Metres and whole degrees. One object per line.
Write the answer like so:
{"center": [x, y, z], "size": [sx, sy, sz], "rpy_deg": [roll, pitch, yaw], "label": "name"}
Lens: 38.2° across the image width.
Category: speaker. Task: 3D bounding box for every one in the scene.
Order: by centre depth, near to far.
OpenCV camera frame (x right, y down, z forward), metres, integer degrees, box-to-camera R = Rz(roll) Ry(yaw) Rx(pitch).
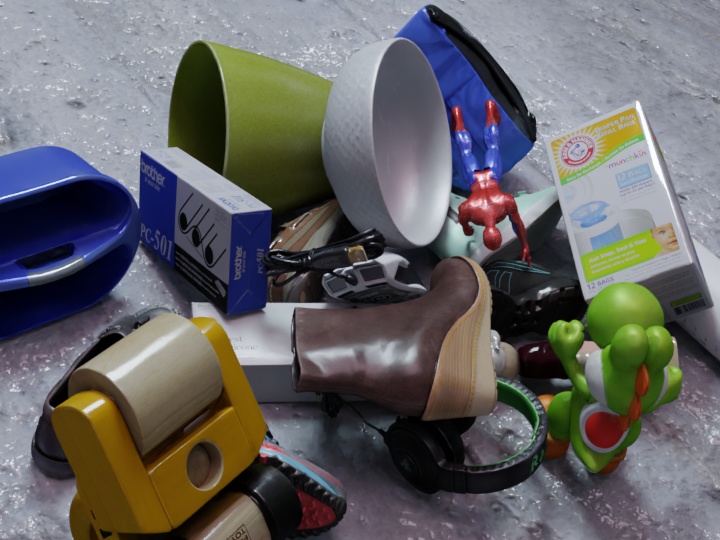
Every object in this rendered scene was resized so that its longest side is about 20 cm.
{"center": [0.378, 0.050, 1.061], "size": [0.080, 0.082, 0.200], "rpy_deg": [-15, 44, -30], "label": "speaker"}

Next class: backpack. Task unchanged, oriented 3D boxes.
{"center": [0.099, -0.184, 1.205], "size": [0.200, 0.168, 0.163], "rpy_deg": [45, 21, -6], "label": "backpack"}

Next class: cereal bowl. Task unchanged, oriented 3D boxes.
{"center": [0.019, -0.121, 1.026], "size": [0.082, 0.203, 0.201], "rpy_deg": [-4, 29, 28], "label": "cereal bowl"}

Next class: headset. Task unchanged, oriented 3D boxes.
{"center": [0.059, 0.118, 0.874], "size": [0.196, 0.095, 0.124], "rpy_deg": [5, 34, 18], "label": "headset"}

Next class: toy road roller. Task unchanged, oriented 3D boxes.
{"center": [-0.147, 0.140, 0.723], "size": [0.144, 0.203, 0.122], "rpy_deg": [-7, 20, 41], "label": "toy road roller"}

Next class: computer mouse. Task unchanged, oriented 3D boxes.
{"center": [0.000, 0.000, 0.958], "size": [0.108, 0.199, 0.045], "rpy_deg": [-17, 72, 20], "label": "computer mouse"}

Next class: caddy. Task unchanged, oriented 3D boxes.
{"center": [-0.289, -0.022, 0.916], "size": [0.198, 0.143, 0.105], "rpy_deg": [-23, 46, -36], "label": "caddy"}

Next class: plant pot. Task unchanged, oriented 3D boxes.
{"center": [-0.082, -0.138, 1.102], "size": [0.196, 0.190, 0.188], "rpy_deg": [-1, 38, -28], "label": "plant pot"}

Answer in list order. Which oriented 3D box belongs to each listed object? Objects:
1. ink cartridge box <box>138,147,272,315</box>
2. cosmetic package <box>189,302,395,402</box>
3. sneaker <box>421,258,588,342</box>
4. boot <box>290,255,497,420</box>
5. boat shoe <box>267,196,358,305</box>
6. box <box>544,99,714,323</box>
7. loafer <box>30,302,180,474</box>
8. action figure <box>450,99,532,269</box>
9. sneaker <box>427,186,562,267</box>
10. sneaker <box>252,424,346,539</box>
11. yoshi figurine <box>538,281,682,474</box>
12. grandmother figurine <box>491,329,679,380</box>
{"center": [-0.151, -0.043, 0.976], "size": [0.044, 0.096, 0.199], "rpy_deg": [-8, 25, -33], "label": "ink cartridge box"}
{"center": [-0.054, 0.072, 0.937], "size": [0.196, 0.051, 0.083], "rpy_deg": [0, 38, -15], "label": "cosmetic package"}
{"center": [0.132, 0.032, 1.035], "size": [0.197, 0.077, 0.079], "rpy_deg": [-2, 29, -31], "label": "sneaker"}
{"center": [0.025, 0.040, 0.868], "size": [0.163, 0.073, 0.201], "rpy_deg": [10, 34, -8], "label": "boot"}
{"center": [-0.053, -0.029, 1.047], "size": [0.070, 0.077, 0.200], "rpy_deg": [12, 29, 16], "label": "boat shoe"}
{"center": [0.270, -0.051, 1.060], "size": [0.111, 0.101, 0.203], "rpy_deg": [-20, 55, 21], "label": "box"}
{"center": [-0.202, 0.083, 0.870], "size": [0.071, 0.064, 0.201], "rpy_deg": [20, 38, 10], "label": "loafer"}
{"center": [0.130, -0.075, 1.056], "size": [0.064, 0.100, 0.202], "rpy_deg": [-10, 40, 10], "label": "action figure"}
{"center": [0.144, -0.069, 1.146], "size": [0.118, 0.075, 0.199], "rpy_deg": [39, 46, 25], "label": "sneaker"}
{"center": [-0.093, 0.134, 0.825], "size": [0.197, 0.080, 0.096], "rpy_deg": [22, 36, 12], "label": "sneaker"}
{"center": [0.207, 0.083, 0.861], "size": [0.111, 0.201, 0.113], "rpy_deg": [-27, 65, -23], "label": "yoshi figurine"}
{"center": [0.191, 0.086, 0.968], "size": [0.195, 0.121, 0.062], "rpy_deg": [0, 77, -1], "label": "grandmother figurine"}
